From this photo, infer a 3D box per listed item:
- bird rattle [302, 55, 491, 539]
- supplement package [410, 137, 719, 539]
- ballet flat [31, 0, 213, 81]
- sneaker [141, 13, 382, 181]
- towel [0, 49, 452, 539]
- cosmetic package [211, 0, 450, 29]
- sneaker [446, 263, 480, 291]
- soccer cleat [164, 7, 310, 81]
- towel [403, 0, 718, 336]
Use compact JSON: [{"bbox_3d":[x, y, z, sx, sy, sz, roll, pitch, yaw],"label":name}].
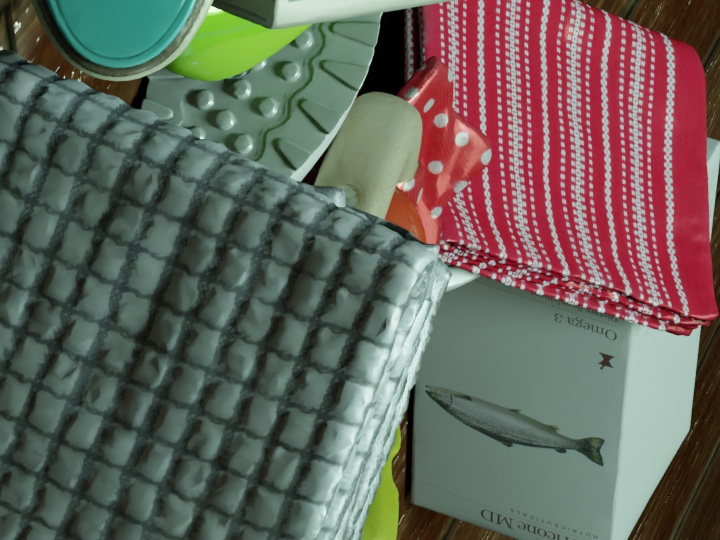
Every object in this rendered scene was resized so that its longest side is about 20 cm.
[{"bbox_3d":[0.000,0.000,1.113,0.200,0.112,0.163,-62,175,-20],"label":"bird rattle"},{"bbox_3d":[0.100,0.029,1.474,0.117,0.116,0.201,-55,155,-43],"label":"supplement package"},{"bbox_3d":[-0.069,-0.158,0.851,0.069,0.069,0.201,-29,122,-65],"label":"ballet flat"},{"bbox_3d":[-0.020,-0.097,1.078,0.081,0.076,0.201,79,33,-74],"label":"sneaker"},{"bbox_3d":[-0.075,0.053,0.879,0.201,0.165,0.086,-69,164,4],"label":"towel"},{"bbox_3d":[0.033,-0.145,0.931,0.199,0.087,0.104,-11,114,-33],"label":"cosmetic package"},{"bbox_3d":[0.042,-0.059,1.331,0.200,0.077,0.082,-53,127,-48],"label":"sneaker"},{"bbox_3d":[0.002,-0.142,1.001,0.200,0.068,0.081,-42,161,-4],"label":"soccer cleat"},{"bbox_3d":[0.092,-0.057,1.312,0.200,0.022,0.145,16,67,-45],"label":"towel"}]
